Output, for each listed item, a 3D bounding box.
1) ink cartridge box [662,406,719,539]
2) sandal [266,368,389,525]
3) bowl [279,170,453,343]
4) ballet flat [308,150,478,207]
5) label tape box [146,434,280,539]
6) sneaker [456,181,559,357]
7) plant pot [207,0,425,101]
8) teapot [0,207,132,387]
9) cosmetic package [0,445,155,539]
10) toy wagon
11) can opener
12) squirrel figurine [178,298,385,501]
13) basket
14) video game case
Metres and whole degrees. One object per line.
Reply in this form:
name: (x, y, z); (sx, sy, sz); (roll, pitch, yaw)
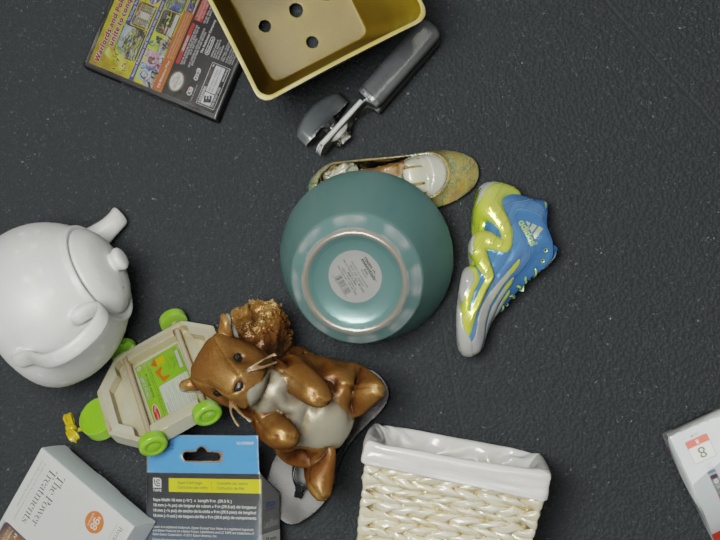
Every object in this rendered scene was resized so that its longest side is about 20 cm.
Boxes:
ink cartridge box: (0.444, 0.237, 1.228); (0.161, 0.050, 0.201); (-25, 80, 3)
sandal: (-0.043, 0.196, 1.284); (0.076, 0.043, 0.201); (33, 89, 8)
bowl: (0.000, 0.000, 1.235); (0.199, 0.105, 0.203); (2, 107, 7)
ballet flat: (0.037, -0.102, 1.291); (0.198, 0.071, 0.071); (-6, 84, 5)
label tape box: (-0.164, 0.283, 1.265); (0.143, 0.063, 0.202); (-2, 84, 19)
sneaker: (0.166, 0.002, 1.264); (0.104, 0.076, 0.202); (9, 85, 6)
plant pot: (-0.069, -0.307, 1.249); (0.199, 0.176, 0.201); (-28, 93, -5)
teapot: (-0.319, 0.024, 1.246); (0.145, 0.197, 0.201); (-29, 74, 13)
cosmetic package: (-0.341, 0.322, 1.270); (0.150, 0.052, 0.201); (33, 97, 19)
toy wagon: (-0.240, 0.137, 1.276); (0.199, 0.040, 0.156); (-30, 49, 1)
can opener: (0.006, -0.216, 1.311); (0.067, 0.053, 0.200); (41, 89, 7)
squirrel figurine: (-0.102, 0.117, 1.202); (0.186, 0.200, 0.142); (25, 103, -29)
basket: (0.094, 0.249, 1.216); (0.198, 0.136, 0.125); (9, 91, 4)
video game case: (-0.213, -0.302, 1.355); (0.180, 0.026, 0.201); (23, 88, 7)
